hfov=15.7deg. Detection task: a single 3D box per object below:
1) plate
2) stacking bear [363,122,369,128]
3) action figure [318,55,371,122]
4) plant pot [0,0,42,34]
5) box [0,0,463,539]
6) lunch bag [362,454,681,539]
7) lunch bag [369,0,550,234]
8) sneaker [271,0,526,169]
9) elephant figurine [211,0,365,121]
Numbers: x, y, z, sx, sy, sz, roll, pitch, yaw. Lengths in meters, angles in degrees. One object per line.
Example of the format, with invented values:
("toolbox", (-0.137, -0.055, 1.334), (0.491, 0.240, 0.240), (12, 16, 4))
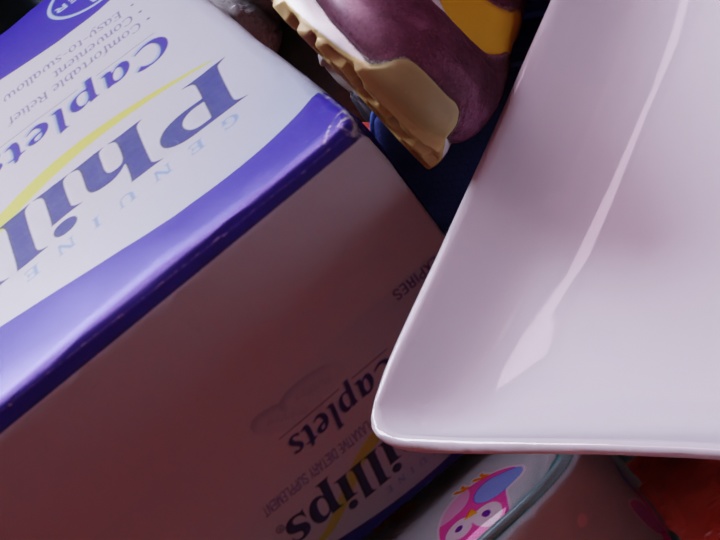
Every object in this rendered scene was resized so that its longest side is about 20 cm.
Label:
("plate", (0.120, -0.031, 0.607), (0.199, 0.032, 0.200), (1, 55, 37))
("stacking bear", (0.000, 0.000, 0.899), (0.200, 0.114, 0.121), (-33, 4, -3))
("action figure", (0.045, -0.079, 1.015), (0.118, 0.102, 0.200), (-17, 25, 17))
("plant pot", (-0.179, 0.030, 1.040), (0.200, 0.196, 0.197), (-32, 19, 43))
("box", (-0.079, 0.018, 0.743), (0.184, 0.105, 0.200), (-39, 31, -6))
("lunch bag", (0.003, 0.094, 0.749), (0.160, 0.077, 0.200), (-39, 21, -9))
("lunch bag", (0.099, -0.039, 0.762), (0.199, 0.136, 0.132), (-9, 32, 33))
("sneaker", (0.025, -0.102, 0.709), (0.090, 0.075, 0.200), (-37, 24, 14))
("elephant figurine", (-0.059, -0.121, 1.210), (0.142, 0.155, 0.200), (-59, 30, 4))
